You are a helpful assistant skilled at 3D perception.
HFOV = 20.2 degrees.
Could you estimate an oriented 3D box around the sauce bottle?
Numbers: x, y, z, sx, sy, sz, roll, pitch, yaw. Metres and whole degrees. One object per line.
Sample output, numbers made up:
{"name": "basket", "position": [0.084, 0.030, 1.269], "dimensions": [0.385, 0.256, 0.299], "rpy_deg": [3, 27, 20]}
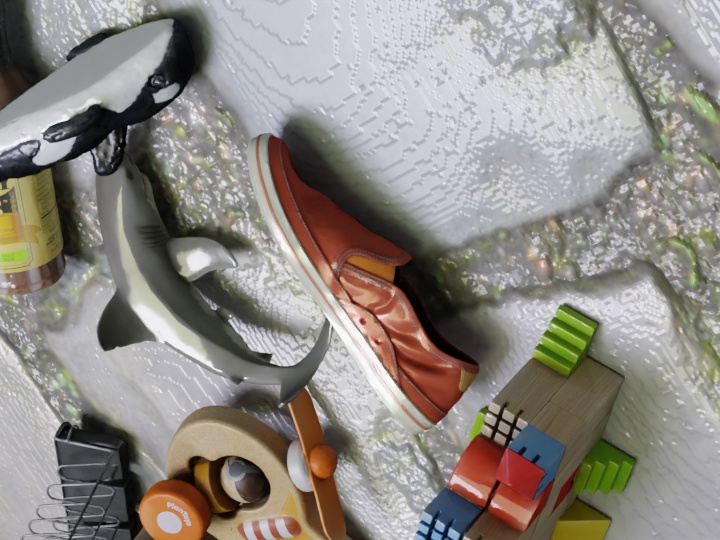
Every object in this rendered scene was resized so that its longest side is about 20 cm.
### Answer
{"name": "sauce bottle", "position": [-0.235, -0.083, 1.306], "dimensions": [0.064, 0.065, 0.201], "rpy_deg": [11, 123, 30]}

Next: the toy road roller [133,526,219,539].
{"name": "toy road roller", "position": [-0.071, 0.256, 1.368], "dimensions": [0.145, 0.123, 0.201], "rpy_deg": [-20, 108, 28]}

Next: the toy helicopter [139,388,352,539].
{"name": "toy helicopter", "position": [-0.037, 0.160, 1.326], "dimensions": [0.200, 0.079, 0.132], "rpy_deg": [40, 125, -6]}

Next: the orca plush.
{"name": "orca plush", "position": [-0.176, -0.075, 1.233], "dimensions": [0.199, 0.105, 0.071], "rpy_deg": [-36, 118, 1]}

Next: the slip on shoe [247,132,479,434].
{"name": "slip on shoe", "position": [0.000, 0.000, 1.196], "dimensions": [0.061, 0.074, 0.201], "rpy_deg": [-35, 88, 9]}

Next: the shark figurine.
{"name": "shark figurine", "position": [-0.114, 0.036, 1.263], "dimensions": [0.214, 0.089, 0.129], "rpy_deg": [43, 138, 22]}

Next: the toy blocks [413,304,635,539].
{"name": "toy blocks", "position": [0.080, 0.137, 1.166], "dimensions": [0.100, 0.137, 0.201], "rpy_deg": [30, 131, 17]}

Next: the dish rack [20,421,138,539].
{"name": "dish rack", "position": [-0.197, 0.217, 1.382], "dimensions": [0.054, 0.200, 0.154], "rpy_deg": [1, 120, 11]}
